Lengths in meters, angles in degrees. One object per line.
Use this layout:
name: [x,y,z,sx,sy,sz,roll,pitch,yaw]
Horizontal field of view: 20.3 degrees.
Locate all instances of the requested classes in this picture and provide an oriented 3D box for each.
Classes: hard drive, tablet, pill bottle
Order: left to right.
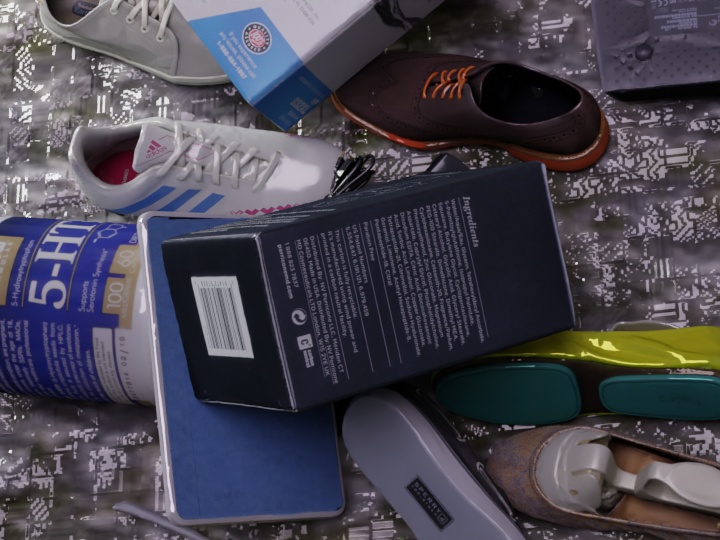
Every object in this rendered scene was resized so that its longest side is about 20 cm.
pill bottle: [-0.209,0.025,1.349,0.199,0.120,0.120,3,69,16]
tablet: [-0.076,0.061,1.282,0.014,0.129,0.201,-25,69,54]
hard drive: [0.225,-0.209,1.373,0.134,0.042,0.201,-5,67,13]

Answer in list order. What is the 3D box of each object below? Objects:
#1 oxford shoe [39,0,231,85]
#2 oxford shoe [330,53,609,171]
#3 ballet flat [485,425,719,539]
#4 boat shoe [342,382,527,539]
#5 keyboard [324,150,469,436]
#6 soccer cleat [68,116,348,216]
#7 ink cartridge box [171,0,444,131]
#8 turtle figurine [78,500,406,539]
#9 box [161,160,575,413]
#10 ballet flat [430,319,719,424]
oxford shoe: [-0.150,-0.183,1.456,0.199,0.058,0.076,15,70,18]
oxford shoe: [0.069,-0.123,1.361,0.199,0.073,0.072,10,71,19]
ballet flat: [0.169,0.128,1.232,0.199,0.067,0.068,9,70,19]
boat shoe: [0.065,0.153,1.247,0.070,0.066,0.200,-44,81,29]
keyboard: [0.000,0.000,1.341,0.127,0.021,0.200,40,81,9]
soccer cleat: [-0.107,-0.069,1.379,0.199,0.086,0.070,0,68,15]
ink cartridge box: [-0.026,-0.217,1.361,0.200,0.084,0.145,-39,72,6]
turtle figurine: [-0.065,0.197,1.225,0.193,0.144,0.201,-16,68,4]
box: [0.003,0.008,1.225,0.199,0.148,0.108,-16,96,-26]
ballet flat: [0.146,0.060,1.277,0.199,0.067,0.067,0,46,12]
